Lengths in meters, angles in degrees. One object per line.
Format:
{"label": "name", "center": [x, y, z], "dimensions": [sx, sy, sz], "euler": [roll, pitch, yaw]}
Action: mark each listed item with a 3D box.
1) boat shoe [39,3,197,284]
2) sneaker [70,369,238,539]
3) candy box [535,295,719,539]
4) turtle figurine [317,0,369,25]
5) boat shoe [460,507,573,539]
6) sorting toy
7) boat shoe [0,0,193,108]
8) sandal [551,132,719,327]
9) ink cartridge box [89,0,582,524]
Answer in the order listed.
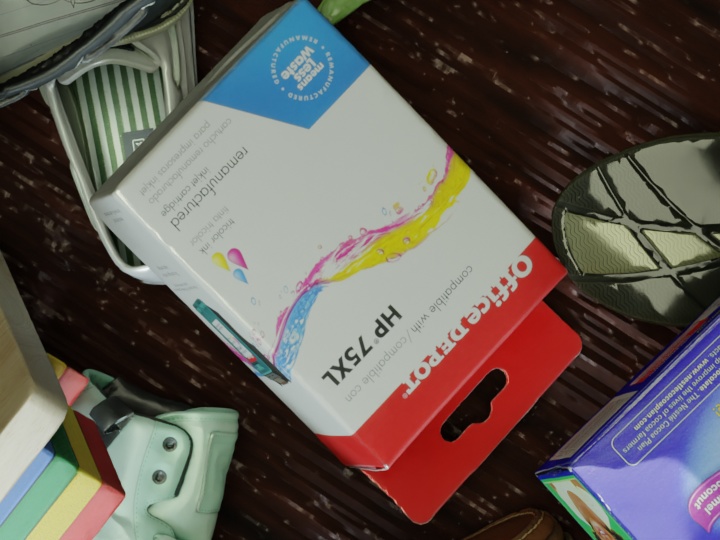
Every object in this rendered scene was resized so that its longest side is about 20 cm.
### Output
{"label": "boat shoe", "center": [-0.102, -0.093, 1.235], "dimensions": [0.073, 0.067, 0.201], "euler": [-18, 90, 7]}
{"label": "sneaker", "center": [-0.065, 0.127, 1.234], "dimensions": [0.200, 0.074, 0.118], "euler": [35, 102, 6]}
{"label": "candy box", "center": [0.200, 0.095, 1.143], "dimensions": [0.169, 0.077, 0.200], "euler": [-42, 89, -8]}
{"label": "turtle figurine", "center": [-0.055, -0.186, 1.184], "dimensions": [0.144, 0.200, 0.194], "euler": [-30, 96, 30]}
{"label": "boat shoe", "center": [0.004, 0.144, 1.195], "dimensions": [0.200, 0.072, 0.068], "euler": [-32, 94, -27]}
{"label": "sorting toy", "center": [-0.185, 0.102, 1.200], "dimensions": [0.070, 0.199, 0.200], "euler": [34, 99, -26]}
{"label": "boat shoe", "center": [-0.156, -0.099, 1.159], "dimensions": [0.199, 0.066, 0.075], "euler": [-14, 88, -12]}
{"label": "sandal", "center": [0.177, -0.028, 1.216], "dimensions": [0.200, 0.057, 0.080], "euler": [-15, 91, -9]}
{"label": "ink cartridge box", "center": [0.000, 0.000, 1.196], "dimensions": [0.200, 0.067, 0.116], "euler": [45, 78, -9]}
